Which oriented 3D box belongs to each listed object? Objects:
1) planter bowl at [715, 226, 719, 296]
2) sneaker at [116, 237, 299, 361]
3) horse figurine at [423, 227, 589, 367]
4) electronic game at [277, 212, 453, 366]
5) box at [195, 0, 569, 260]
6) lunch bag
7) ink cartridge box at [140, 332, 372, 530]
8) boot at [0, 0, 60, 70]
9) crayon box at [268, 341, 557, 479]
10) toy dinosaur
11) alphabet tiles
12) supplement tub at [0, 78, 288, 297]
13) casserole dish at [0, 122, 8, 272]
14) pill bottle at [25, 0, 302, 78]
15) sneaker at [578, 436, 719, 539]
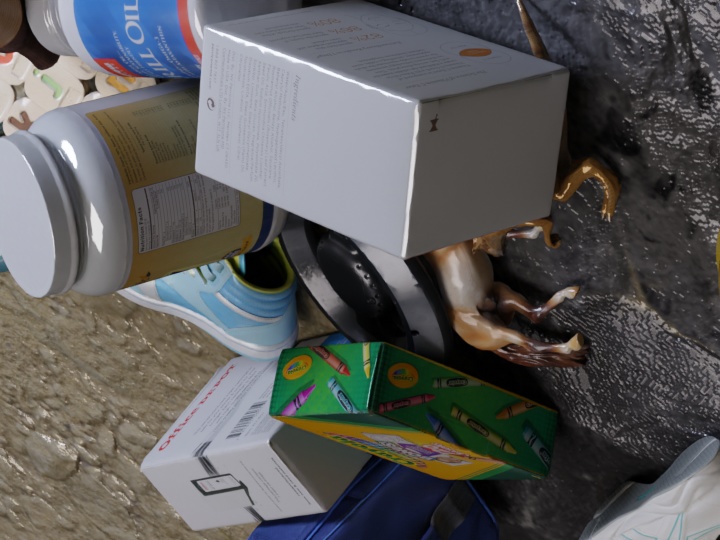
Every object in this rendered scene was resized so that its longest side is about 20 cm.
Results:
[{"bbox_3d":[0.305,0.042,1.405,0.200,0.083,0.201,26,143,22],"label":"planter bowl"},{"bbox_3d":[-0.134,-0.016,1.776,0.200,0.080,0.131,25,146,7],"label":"sneaker"},{"bbox_3d":[0.095,0.003,1.598,0.132,0.050,0.200,-7,120,41],"label":"horse figurine"},{"bbox_3d":[0.000,0.000,1.666,0.200,0.042,0.200,43,158,22],"label":"electronic game"},{"bbox_3d":[0.012,-0.100,1.431,0.200,0.152,0.107,24,118,39],"label":"box"},{"bbox_3d":[0.008,0.235,1.792,0.136,0.200,0.132,52,155,-19],"label":"lunch bag"},{"bbox_3d":[-0.072,0.136,1.819,0.084,0.146,0.200,51,145,-17],"label":"ink cartridge box"},{"bbox_3d":[-0.296,-0.256,1.643,0.166,0.072,0.201,25,-133,-76],"label":"boot"},{"bbox_3d":[0.043,0.112,1.672,0.200,0.058,0.119,23,161,-38],"label":"crayon box"},{"bbox_3d":[0.126,-0.074,1.462,0.106,0.060,0.200,17,124,1],"label":"toy dinosaur"},{"bbox_3d":[-0.246,-0.103,1.755,0.195,0.015,0.200,34,113,4],"label":"alphabet tiles"},{"bbox_3d":[-0.169,-0.063,1.621,0.144,0.200,0.145,36,135,48],"label":"supplement tub"},{"bbox_3d":[-0.287,-0.072,1.807,0.200,0.039,0.121,-28,96,19],"label":"casserole dish"},{"bbox_3d":[-0.149,-0.196,1.566,0.200,0.112,0.112,5,131,42],"label":"pill bottle"},{"bbox_3d":[0.236,0.198,1.654,0.080,0.070,0.200,43,145,-6],"label":"sneaker"}]
